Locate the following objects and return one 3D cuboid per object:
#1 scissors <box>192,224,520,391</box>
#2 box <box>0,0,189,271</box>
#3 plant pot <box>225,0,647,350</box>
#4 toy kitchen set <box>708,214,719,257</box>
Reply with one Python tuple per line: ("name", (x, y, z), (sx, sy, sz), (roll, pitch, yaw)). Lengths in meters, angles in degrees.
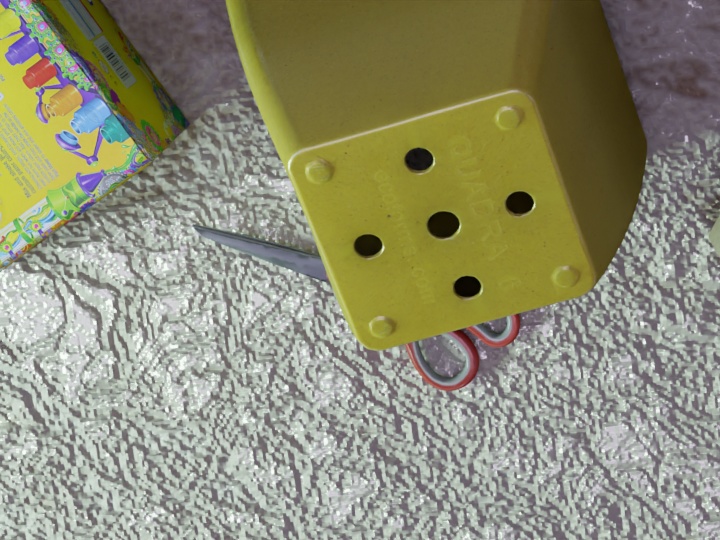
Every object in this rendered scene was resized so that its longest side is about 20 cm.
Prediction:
("scissors", (0.000, 0.000, 1.676), (0.200, 0.014, 0.073), (33, 107, 1))
("box", (-0.242, -0.101, 1.628), (0.193, 0.122, 0.200), (-34, 97, 13))
("plant pot", (0.043, -0.072, 1.537), (0.200, 0.176, 0.200), (-15, 122, 11))
("toy kitchen set", (0.280, -0.127, 1.590), (0.163, 0.181, 0.200), (-8, 144, -27))
